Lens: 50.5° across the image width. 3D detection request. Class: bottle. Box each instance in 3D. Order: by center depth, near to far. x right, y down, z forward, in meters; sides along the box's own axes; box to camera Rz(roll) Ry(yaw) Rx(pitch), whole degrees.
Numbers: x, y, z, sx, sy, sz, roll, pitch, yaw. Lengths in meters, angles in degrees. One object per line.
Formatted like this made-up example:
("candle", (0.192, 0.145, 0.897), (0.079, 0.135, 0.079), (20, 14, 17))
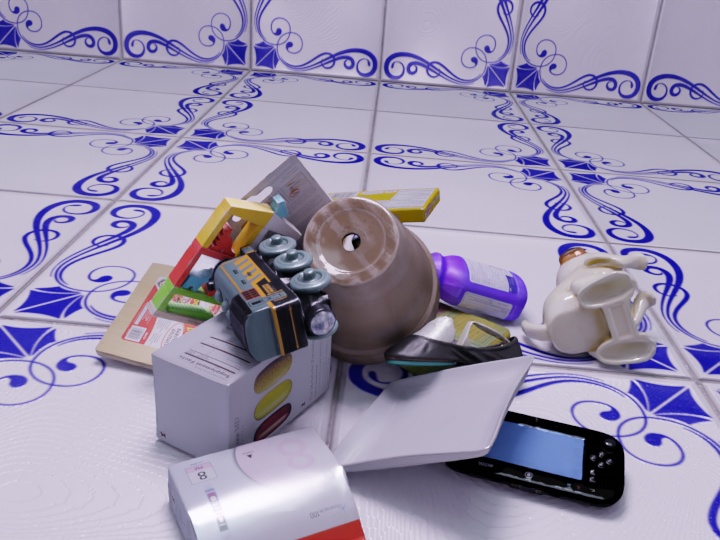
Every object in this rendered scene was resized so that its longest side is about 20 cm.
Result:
("bottle", (0.153, 0.018, 1.155), (0.197, 0.066, 0.084), (15, 27, -16))

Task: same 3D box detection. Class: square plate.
("square plate", (0.083, 0.163, 0.845), (0.196, 0.029, 0.200), (-15, 14, 30))

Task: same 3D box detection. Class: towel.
("towel", (0.109, 0.100, 1.077), (0.142, 0.023, 0.199), (22, 31, 32))

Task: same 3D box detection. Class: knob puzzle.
("knob puzzle", (-0.226, 0.075, 1.035), (0.216, 0.031, 0.221), (4, 42, -3))

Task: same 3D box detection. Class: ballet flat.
("ballet flat", (0.121, 0.097, 0.975), (0.197, 0.069, 0.068), (11, -9, -24))

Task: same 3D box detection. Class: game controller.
("game controller", (0.189, 0.201, 0.843), (0.197, 0.043, 0.104), (10, 25, 14))

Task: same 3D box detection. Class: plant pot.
("plant pot", (0.000, 0.000, 0.969), (0.197, 0.174, 0.203), (-3, 67, 7))

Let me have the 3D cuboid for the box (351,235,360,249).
("box", (0.041, -0.026, 1.199), (0.037, 0.138, 0.200), (-15, 19, 17))

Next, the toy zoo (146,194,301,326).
("toy zoo", (-0.157, -0.013, 0.942), (0.131, 0.201, 0.020), (20, 23, -52))

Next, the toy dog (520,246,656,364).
("toy dog", (0.343, 0.046, 1.133), (0.192, 0.140, 0.200), (-26, 14, 25))

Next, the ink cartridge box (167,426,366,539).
("ink cartridge box", (-0.077, 0.236, 0.715), (0.161, 0.058, 0.200), (-9, 23, -27))

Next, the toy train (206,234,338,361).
("toy train", (-0.102, 0.026, 0.857), (0.113, 0.086, 0.200), (-17, 29, -20))

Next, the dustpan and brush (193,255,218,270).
("dustpan and brush", (-0.179, 0.013, 1.124), (0.197, 0.058, 0.141), (9, 45, 8))

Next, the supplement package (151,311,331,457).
("supplement package", (-0.131, 0.118, 0.882), (0.108, 0.115, 0.200), (16, 28, 26))

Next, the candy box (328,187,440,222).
("candy box", (0.014, -0.096, 1.154), (0.197, 0.027, 0.102), (0, 25, 21))

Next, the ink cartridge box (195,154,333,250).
("ink cartridge box", (-0.118, -0.067, 0.999), (0.161, 0.200, 0.050), (-41, 61, 1))
